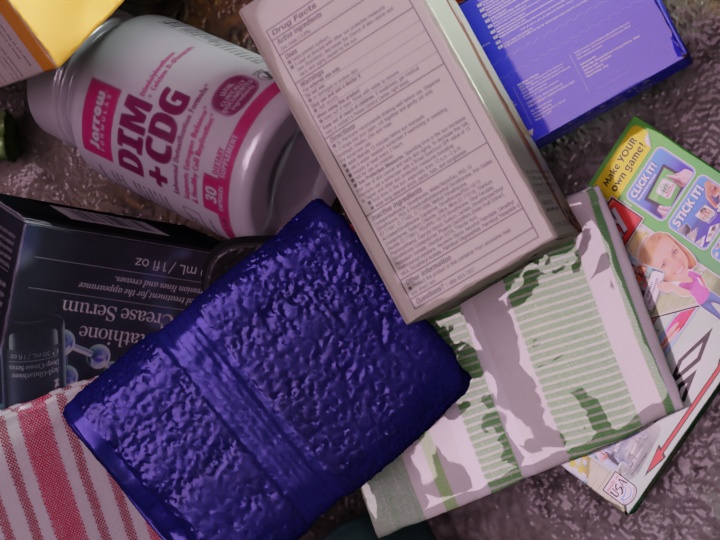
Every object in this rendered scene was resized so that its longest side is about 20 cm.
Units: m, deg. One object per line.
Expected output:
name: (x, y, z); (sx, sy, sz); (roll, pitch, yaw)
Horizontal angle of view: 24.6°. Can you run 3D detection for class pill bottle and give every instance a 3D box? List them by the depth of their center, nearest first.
pill bottle: (-0.113, -0.098, 1.063); (0.199, 0.113, 0.114); (25, 97, 29)

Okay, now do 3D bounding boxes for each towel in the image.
towel: (-0.053, 0.074, 0.954); (0.200, 0.050, 0.148); (-40, 92, -2)
towel: (0.075, 0.051, 0.979); (0.198, 0.023, 0.154); (-21, 84, 2)
towel: (-0.156, 0.135, 0.992); (0.198, 0.030, 0.148); (-19, 107, -15)

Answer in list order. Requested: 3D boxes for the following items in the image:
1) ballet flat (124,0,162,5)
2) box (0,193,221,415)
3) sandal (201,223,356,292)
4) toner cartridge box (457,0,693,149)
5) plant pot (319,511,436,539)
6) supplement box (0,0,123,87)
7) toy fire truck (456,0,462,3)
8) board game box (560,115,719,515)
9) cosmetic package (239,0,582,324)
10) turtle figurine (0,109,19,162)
ballet flat: (-0.207, -0.228, 1.136); (0.199, 0.071, 0.071); (23, 96, 24)
box: (-0.179, 0.066, 1.046); (0.107, 0.147, 0.202); (24, 103, 59)
sandal: (0.000, 0.000, 1.022); (0.198, 0.045, 0.076); (2, 113, -10)
toner cartridge box: (0.087, -0.117, 0.978); (0.199, 0.043, 0.096); (-28, 82, 16)
plant pot: (-0.023, 0.238, 0.973); (0.141, 0.200, 0.142); (-35, 77, 16)
supplement box: (-0.232, -0.174, 1.046); (0.199, 0.126, 0.074); (-9, 126, 45)
toy fire truck: (0.092, -0.125, 1.025); (0.140, 0.049, 0.202); (3, 90, 19)
board game box: (0.167, 0.027, 1.001); (0.134, 0.029, 0.201); (36, 100, 18)
cosmetic package: (0.030, -0.083, 0.929); (0.103, 0.087, 0.201); (-29, 85, 17)
turtle figurine: (-0.339, -0.068, 1.124); (0.192, 0.201, 0.145); (0, 50, 0)
